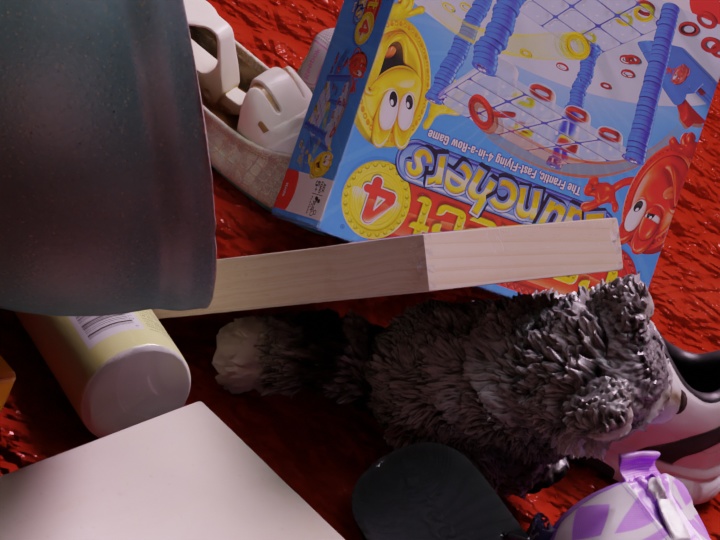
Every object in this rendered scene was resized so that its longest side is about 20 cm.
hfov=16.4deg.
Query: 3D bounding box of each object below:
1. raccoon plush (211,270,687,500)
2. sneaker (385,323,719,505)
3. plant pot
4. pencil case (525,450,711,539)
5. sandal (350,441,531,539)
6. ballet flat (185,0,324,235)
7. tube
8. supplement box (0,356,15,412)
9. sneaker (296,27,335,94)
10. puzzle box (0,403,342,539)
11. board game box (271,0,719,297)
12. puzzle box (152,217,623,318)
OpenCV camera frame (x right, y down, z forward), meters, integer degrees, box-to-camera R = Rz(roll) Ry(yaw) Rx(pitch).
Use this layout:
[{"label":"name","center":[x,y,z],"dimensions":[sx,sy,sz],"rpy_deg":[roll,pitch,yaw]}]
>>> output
[{"label":"raccoon plush","center":[0.041,0.050,1.091],"dimensions":[0.199,0.134,0.097],"rpy_deg":[-4,79,-11]},{"label":"sneaker","center":[0.101,0.050,1.208],"dimensions":[0.199,0.080,0.074],"rpy_deg":[14,32,-21]},{"label":"plant pot","center":[-0.140,-0.072,0.923],"dimensions":[0.134,0.201,0.201],"rpy_deg":[-10,39,-11]},{"label":"pencil case","center":[0.155,0.169,1.050],"dimensions":[0.084,0.086,0.200],"rpy_deg":[-1,40,-40]},{"label":"sandal","center":[0.061,0.138,1.027],"dimensions":[0.075,0.048,0.200],"rpy_deg":[-36,52,-16]},{"label":"ballet flat","center":[-0.067,-0.093,1.307],"dimensions":[0.200,0.062,0.067],"rpy_deg":[37,48,19]},{"label":"tube","center":[-0.135,0.001,1.119],"dimensions":[0.200,0.052,0.058],"rpy_deg":[51,-4,46]},{"label":"supplement box","center":[-0.242,0.045,0.901],"dimensions":[0.200,0.086,0.110],"rpy_deg":[-6,42,-47]},{"label":"sneaker","center":[0.032,-0.105,1.379],"dimensions":[0.088,0.082,0.200],"rpy_deg":[28,7,23]},{"label":"puzzle box","center":[-0.082,0.124,0.955],"dimensions":[0.133,0.025,0.200],"rpy_deg":[43,31,19]},{"label":"board game box","center":[0.079,-0.087,1.271],"dimensions":[0.199,0.197,0.056],"rpy_deg":[18,0,-28]},{"label":"puzzle box","center":[0.000,0.000,1.122],"dimensions":[0.200,0.026,0.133],"rpy_deg":[-6,0,43]}]
